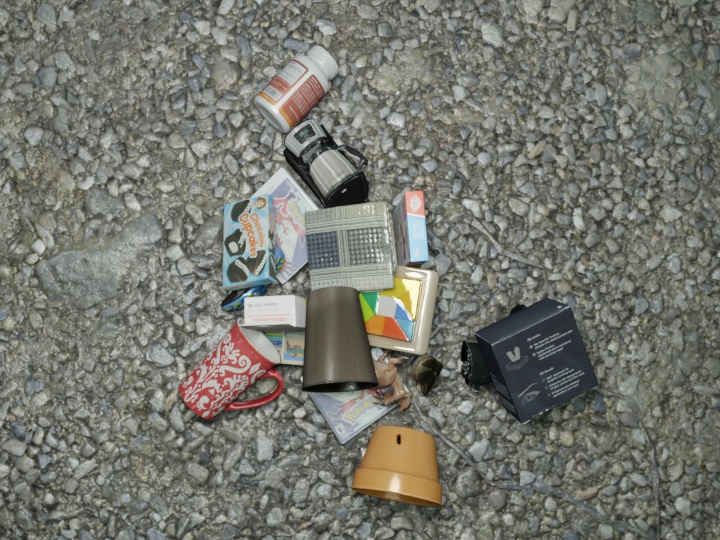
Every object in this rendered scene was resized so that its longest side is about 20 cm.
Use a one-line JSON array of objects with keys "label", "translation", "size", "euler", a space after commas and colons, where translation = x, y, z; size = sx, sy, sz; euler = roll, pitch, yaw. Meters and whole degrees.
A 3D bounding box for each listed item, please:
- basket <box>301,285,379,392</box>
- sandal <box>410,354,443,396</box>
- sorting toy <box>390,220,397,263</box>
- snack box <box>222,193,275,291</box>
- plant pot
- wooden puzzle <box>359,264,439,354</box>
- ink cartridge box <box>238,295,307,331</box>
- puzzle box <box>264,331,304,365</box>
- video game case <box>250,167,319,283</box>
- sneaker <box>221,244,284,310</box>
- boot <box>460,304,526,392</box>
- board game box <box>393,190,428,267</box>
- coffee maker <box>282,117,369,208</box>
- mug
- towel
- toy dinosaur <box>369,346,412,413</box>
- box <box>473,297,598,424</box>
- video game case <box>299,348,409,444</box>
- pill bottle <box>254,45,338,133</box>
[{"label": "basket", "translation": [-0.049, 0.145, 1.308], "size": [0.179, 0.135, 0.202], "euler": [13, 64, -44]}, {"label": "sandal", "translation": [0.138, 0.226, 1.401], "size": [0.054, 0.200, 0.082], "euler": [31, 83, 26]}, {"label": "sorting toy", "translation": [0.000, 0.000, 1.459], "size": [0.178, 0.107, 0.202], "euler": [-7, 84, 1]}, {"label": "snack box", "translation": [-0.247, -0.063, 1.389], "size": [0.115, 0.037, 0.202], "euler": [-11, 68, 18]}, {"label": "plant pot", "translation": [0.089, 0.429, 1.378], "size": [0.198, 0.200, 0.141], "euler": [13, 67, -3]}, {"label": "wooden puzzle", "translation": [0.062, 0.078, 1.376], "size": [0.198, 0.037, 0.187], "euler": [9, 85, 8]}, {"label": "ink cartridge box", "translation": [-0.173, 0.093, 1.337], "size": [0.115, 0.200, 0.068], "euler": [-4, 81, 13]}, {"label": "puzzle box", "translation": [-0.122, 0.150, 1.434], "size": [0.198, 0.025, 0.134], "euler": [2, 82, 14]}, {"label": "video game case", "translation": [-0.180, -0.103, 1.454], "size": [0.182, 0.023, 0.200], "euler": [-42, 88, 11]}, {"label": "sneaker", "translation": [-0.253, 0.014, 1.436], "size": [0.083, 0.071, 0.200], "euler": [45, 106, 21]}, {"label": "boot", "translation": [0.318, 0.181, 1.473], "size": [0.161, 0.073, 0.200], "euler": [-1, 90, -7]}, {"label": "board game box", "translation": [0.112, -0.083, 1.421], "size": [0.040, 0.200, 0.155], "euler": [-4, 85, -5]}, {"label": "coffee maker", "translation": [-0.084, -0.222, 1.450], "size": [0.134, 0.193, 0.200], "euler": [-25, 64, -27]}, {"label": "mug", "translation": [-0.280, 0.237, 1.377], "size": [0.200, 0.133, 0.178], "euler": [-43, 77, 4]}, {"label": "towel", "translation": [-0.022, -0.046, 1.367], "size": [0.198, 0.035, 0.194], "euler": [-4, 92, 17]}, {"label": "toy dinosaur", "translation": [0.032, 0.243, 1.420], "size": [0.198, 0.086, 0.137], "euler": [15, 89, 2]}, {"label": "box", "translation": [0.389, 0.196, 1.390], "size": [0.195, 0.117, 0.201], "euler": [-24, 101, -6]}, {"label": "video game case", "translation": [-0.011, 0.272, 1.462], "size": [0.199, 0.023, 0.183], "euler": [-34, 87, -7]}, {"label": "pill bottle", "translation": [-0.147, -0.432, 1.483], "size": [0.112, 0.112, 0.200], "euler": [43, 82, 1]}]
